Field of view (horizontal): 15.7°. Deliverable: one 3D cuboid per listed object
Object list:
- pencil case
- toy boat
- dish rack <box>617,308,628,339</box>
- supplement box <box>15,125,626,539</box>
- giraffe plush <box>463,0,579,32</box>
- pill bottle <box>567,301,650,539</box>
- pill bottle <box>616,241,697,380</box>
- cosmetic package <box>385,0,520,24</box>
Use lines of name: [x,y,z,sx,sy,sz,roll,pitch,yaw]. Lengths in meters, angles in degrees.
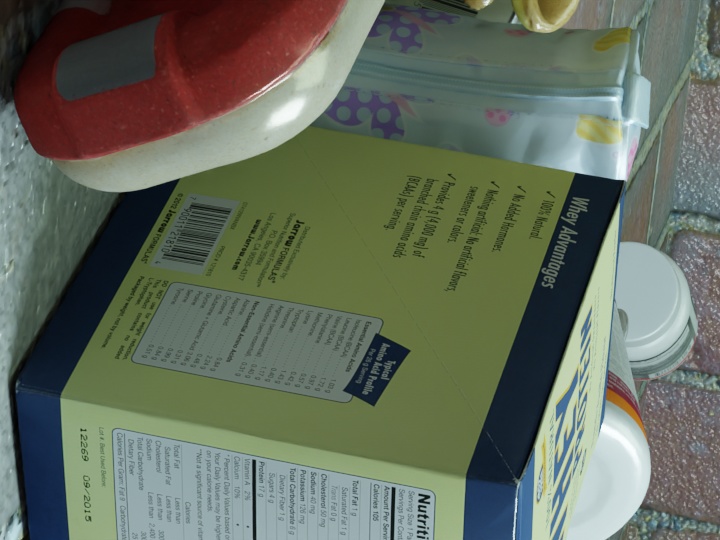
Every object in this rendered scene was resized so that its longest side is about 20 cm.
pencil case: [0.027,-0.078,1.156,0.091,0.198,0.084,91,7,-64]
toy boat: [-0.063,-0.132,0.935,0.131,0.130,0.201,57,35,-28]
dish rack: [0.074,0.090,1.621,0.172,0.043,0.200,-61,-160,-17]
supplement box: [-0.010,0.054,1.073,0.200,0.198,0.135,-65,162,-49]
giraffe plush: [0.060,-0.193,1.067,0.163,0.172,0.200,-61,166,1]
pill bottle: [0.090,0.050,1.415,0.201,0.109,0.110,-97,-174,-52]
pill bottle: [0.265,0.037,2.528,0.200,0.113,0.115,47,54,-75]
cosmetic package: [0.044,-0.179,1.276,0.201,0.071,0.106,-86,-164,-52]
